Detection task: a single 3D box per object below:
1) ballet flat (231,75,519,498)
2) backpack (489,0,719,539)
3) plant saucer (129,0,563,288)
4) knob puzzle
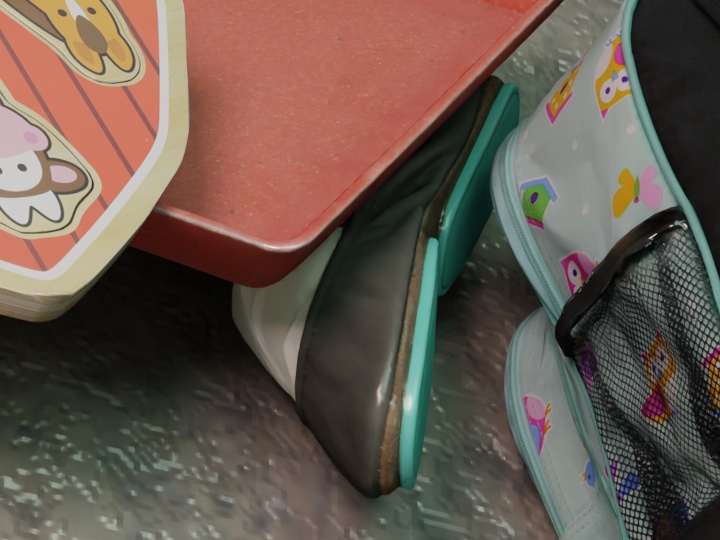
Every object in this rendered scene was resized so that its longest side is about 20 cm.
[{"bbox_3d":[0.000,0.000,0.895,0.068,0.068,0.200,9,32,7],"label":"ballet flat"},{"bbox_3d":[0.130,0.010,0.884,0.175,0.153,0.201,0,60,-31],"label":"backpack"},{"bbox_3d":[-0.056,-0.069,0.904,0.199,0.037,0.200,19,39,22],"label":"plant saucer"},{"bbox_3d":[-0.122,-0.072,0.784,0.219,0.030,0.220,21,40,-19],"label":"knob puzzle"}]
